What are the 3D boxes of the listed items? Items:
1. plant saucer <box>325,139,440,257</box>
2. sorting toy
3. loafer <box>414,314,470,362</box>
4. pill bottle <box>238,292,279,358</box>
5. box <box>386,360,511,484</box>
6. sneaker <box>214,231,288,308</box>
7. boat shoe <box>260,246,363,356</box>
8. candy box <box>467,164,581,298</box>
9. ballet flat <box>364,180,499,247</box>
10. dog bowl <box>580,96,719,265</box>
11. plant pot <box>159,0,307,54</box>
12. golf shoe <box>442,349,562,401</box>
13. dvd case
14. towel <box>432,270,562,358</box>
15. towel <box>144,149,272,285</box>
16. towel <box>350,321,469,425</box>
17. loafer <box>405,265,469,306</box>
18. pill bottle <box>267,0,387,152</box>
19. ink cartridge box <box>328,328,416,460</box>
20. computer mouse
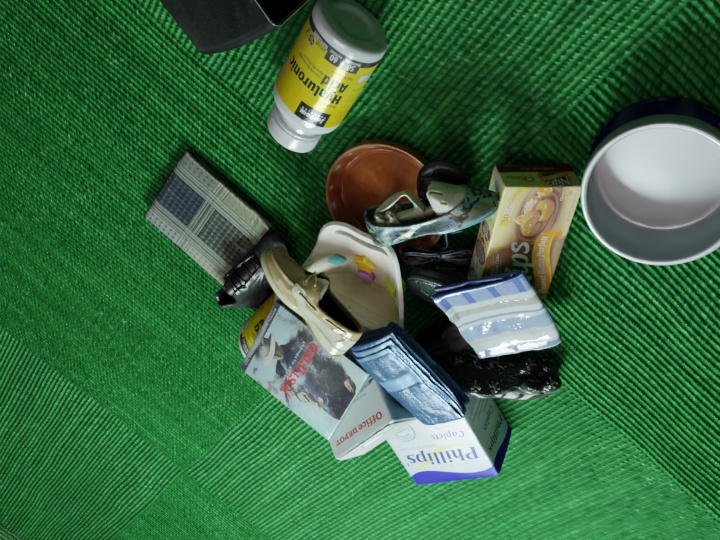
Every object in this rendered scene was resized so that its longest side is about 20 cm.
[{"bbox_3d":[0.041,-0.109,1.167,0.195,0.033,0.204,13,129,15],"label":"plant saucer"},{"bbox_3d":[0.000,0.000,1.181,0.196,0.108,0.182,25,150,14],"label":"sorting toy"},{"bbox_3d":[0.141,0.128,1.277,0.072,0.074,0.199,37,133,-13],"label":"loafer"},{"bbox_3d":[-0.129,0.092,1.350,0.109,0.110,0.200,40,132,-9],"label":"pill bottle"},{"bbox_3d":[0.143,0.270,1.361,0.181,0.106,0.202,-17,117,35],"label":"box"},{"bbox_3d":[-0.188,0.010,1.317,0.077,0.089,0.201,57,134,21],"label":"sneaker"},{"bbox_3d":[-0.071,0.036,1.162,0.066,0.074,0.201,-35,102,29],"label":"boat shoe"},{"bbox_3d":[0.228,-0.050,1.077,0.112,0.056,0.204,-1,131,-10],"label":"candy box"},{"bbox_3d":[0.088,-0.083,1.028,0.196,0.075,0.075,-17,118,27],"label":"ballet flat"},{"bbox_3d":[0.384,-0.112,0.968,0.195,0.079,0.204,13,130,16],"label":"dog bowl"},{"bbox_3d":[-0.160,-0.391,0.949,0.176,0.201,0.201,-20,116,48],"label":"plant pot"},{"bbox_3d":[0.228,0.184,1.253,0.194,0.080,0.095,7,154,2],"label":"golf shoe"},{"bbox_3d":[-0.094,0.165,1.265,0.198,0.022,0.148,37,111,13],"label":"dvd case"},{"bbox_3d":[0.205,0.071,1.125,0.144,0.024,0.200,-13,142,26],"label":"towel"},{"bbox_3d":[-0.266,-0.090,1.335,0.199,0.035,0.192,42,129,-6],"label":"towel"},{"bbox_3d":[0.076,0.169,1.194,0.110,0.049,0.200,-24,120,43],"label":"towel"},{"bbox_3d":[0.167,0.031,1.181,0.195,0.064,0.072,21,152,-2],"label":"loafer"},{"bbox_3d":[-0.054,-0.261,1.042,0.110,0.112,0.201,35,133,-4],"label":"pill bottle"},{"bbox_3d":[-0.008,0.199,1.306,0.146,0.082,0.204,-37,64,29],"label":"ink cartridge box"},{"bbox_3d":[0.097,-0.087,1.107,0.136,0.047,0.203,-3,136,17],"label":"computer mouse"}]
